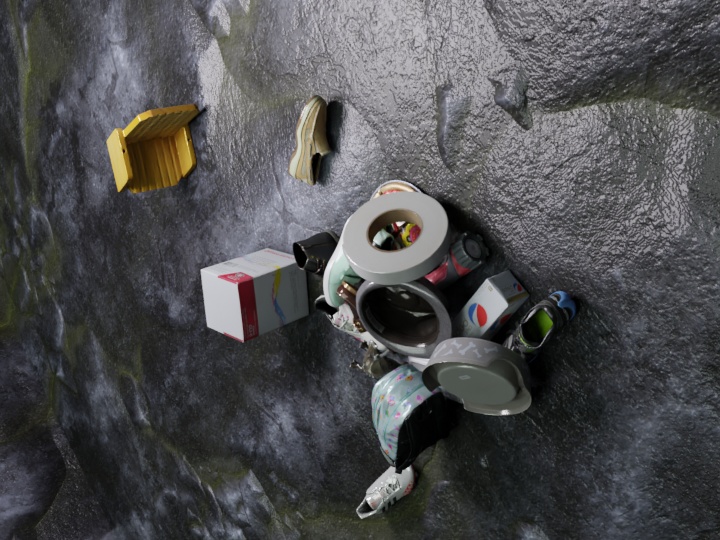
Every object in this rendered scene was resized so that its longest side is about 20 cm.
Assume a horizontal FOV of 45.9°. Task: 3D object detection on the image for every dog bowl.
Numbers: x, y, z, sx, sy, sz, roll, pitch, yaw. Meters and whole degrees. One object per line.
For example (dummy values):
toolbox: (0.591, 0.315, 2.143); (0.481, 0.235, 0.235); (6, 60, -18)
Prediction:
dog bowl: (0.210, 0.187, 1.515); (0.199, 0.059, 0.200); (13, 149, 8)

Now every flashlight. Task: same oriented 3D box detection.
flashlight: (0.155, -0.002, 1.600); (0.200, 0.068, 0.068); (-36, 50, 48)

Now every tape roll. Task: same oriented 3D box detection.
tape roll: (0.065, -0.062, 1.558); (0.202, 0.203, 0.037); (32, 156, 35)

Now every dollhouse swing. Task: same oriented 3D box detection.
dollhouse swing: (-0.481, -0.296, 2.079); (0.175, 0.199, 0.183); (-2, 102, 47)

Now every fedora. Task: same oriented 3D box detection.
fedora: (0.093, 0.068, 1.590); (0.199, 0.090, 0.178); (11, 126, 24)

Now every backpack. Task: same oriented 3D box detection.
backpack: (0.095, 0.279, 1.651); (0.126, 0.167, 0.201); (38, 154, 29)

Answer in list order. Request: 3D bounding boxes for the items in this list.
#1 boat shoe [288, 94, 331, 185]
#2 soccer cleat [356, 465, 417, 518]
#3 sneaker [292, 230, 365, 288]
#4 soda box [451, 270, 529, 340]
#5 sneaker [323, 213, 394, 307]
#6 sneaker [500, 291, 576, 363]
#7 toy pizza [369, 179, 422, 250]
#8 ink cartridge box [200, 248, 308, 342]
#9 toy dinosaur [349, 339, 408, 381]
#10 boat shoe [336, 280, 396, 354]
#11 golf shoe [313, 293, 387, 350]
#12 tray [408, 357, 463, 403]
boat shoe: (-0.092, -0.268, 1.779); (0.076, 0.072, 0.201); (32, 134, 18)
soccer cleat: (0.056, 0.483, 1.863); (0.069, 0.085, 0.200); (53, 136, 20)
sneaker: (-0.059, 0.006, 1.800); (0.200, 0.106, 0.075); (48, 133, 24)
soda box: (0.221, 0.090, 1.558); (0.064, 0.068, 0.200); (52, 135, 21)
sneaker: (0.000, 0.000, 1.693); (0.118, 0.074, 0.202); (31, 111, 35)
sneaker: (0.292, 0.108, 1.475); (0.071, 0.082, 0.200); (54, 139, 18)
toy pizza: (0.077, -0.078, 1.681); (0.200, 0.032, 0.202); (19, 117, 42)
ink cartridge box: (-0.237, 0.051, 1.941); (0.145, 0.199, 0.146); (16, 118, 44)
toy dinosaur: (0.046, 0.196, 1.690); (0.077, 0.200, 0.102); (-53, 46, -2)
boat shoe: (0.022, 0.098, 1.689); (0.070, 0.200, 0.070); (-49, 26, 4)
golf shoe: (-0.015, 0.113, 1.804); (0.200, 0.092, 0.073); (36, 127, 32)
tray: (0.169, 0.217, 1.677); (0.199, 0.022, 0.108); (11, 126, 45)
